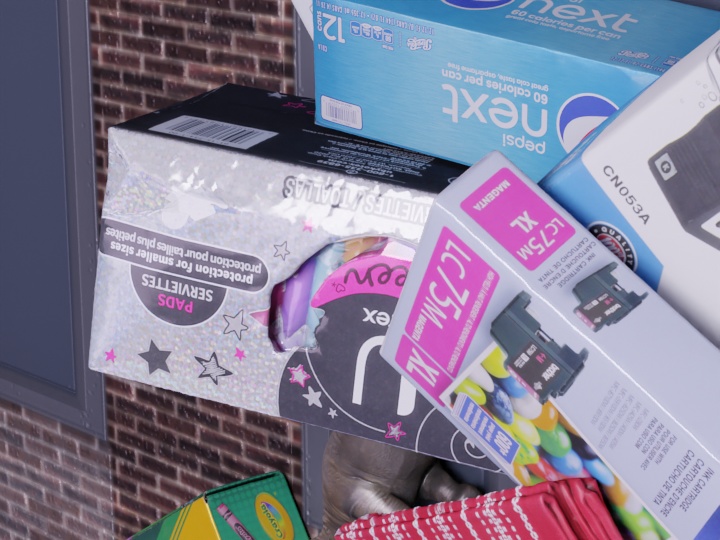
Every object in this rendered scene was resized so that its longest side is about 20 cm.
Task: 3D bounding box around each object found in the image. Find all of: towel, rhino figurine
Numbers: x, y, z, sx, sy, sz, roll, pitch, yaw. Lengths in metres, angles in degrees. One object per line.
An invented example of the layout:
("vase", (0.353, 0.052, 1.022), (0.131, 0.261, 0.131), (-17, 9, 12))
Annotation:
("towel", (0.070, 0.149, 0.842), (0.145, 0.022, 0.200), (58, 154, -4))
("rhino figurine", (0.015, 0.101, 1.052), (0.087, 0.060, 0.200), (39, 129, 32))

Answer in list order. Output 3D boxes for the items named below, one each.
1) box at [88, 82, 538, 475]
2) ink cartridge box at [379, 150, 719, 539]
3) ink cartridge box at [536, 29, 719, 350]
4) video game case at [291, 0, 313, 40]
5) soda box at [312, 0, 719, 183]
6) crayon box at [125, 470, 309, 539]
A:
("box", (0.000, 0.000, 0.923), (0.199, 0.132, 0.115), (12, 107, 17))
("ink cartridge box", (0.096, 0.060, 0.763), (0.200, 0.042, 0.119), (41, 152, 13))
("ink cartridge box", (0.171, -0.027, 0.727), (0.145, 0.084, 0.200), (51, 137, 0))
("video game case", (0.036, -0.171, 0.966), (0.200, 0.045, 0.182), (-45, 67, 45))
("soda box", (0.080, -0.078, 0.873), (0.200, 0.068, 0.064), (18, 126, 27))
("crayon box", (-0.059, 0.225, 1.172), (0.119, 0.058, 0.201), (-34, 74, 48))
